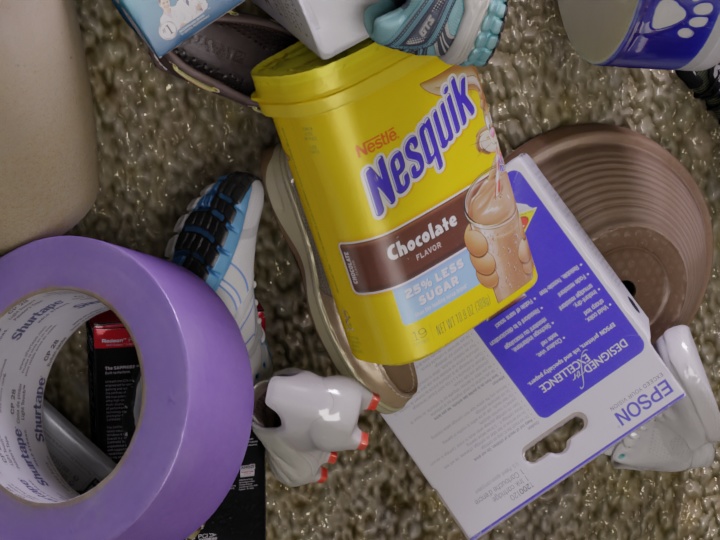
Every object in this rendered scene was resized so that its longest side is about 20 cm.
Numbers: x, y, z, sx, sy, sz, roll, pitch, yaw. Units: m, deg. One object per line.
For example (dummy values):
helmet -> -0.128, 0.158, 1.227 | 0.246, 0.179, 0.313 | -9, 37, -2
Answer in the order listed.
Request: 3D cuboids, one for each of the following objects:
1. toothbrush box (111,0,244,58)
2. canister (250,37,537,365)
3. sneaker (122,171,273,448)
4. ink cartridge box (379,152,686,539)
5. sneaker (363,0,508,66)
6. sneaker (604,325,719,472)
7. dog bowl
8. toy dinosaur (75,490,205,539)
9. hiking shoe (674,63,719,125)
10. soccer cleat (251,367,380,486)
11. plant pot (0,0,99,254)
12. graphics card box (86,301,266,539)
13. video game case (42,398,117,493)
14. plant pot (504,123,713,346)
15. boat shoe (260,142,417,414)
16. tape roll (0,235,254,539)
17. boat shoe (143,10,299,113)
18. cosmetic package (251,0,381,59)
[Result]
toothbrush box -> -0.157, -0.248, 1.194 | 0.085, 0.146, 0.201 | -35, 112, -3
canister -> 0.027, -0.059, 1.227 | 0.148, 0.086, 0.201 | -31, 113, -32
sneaker -> -0.093, 0.034, 1.302 | 0.086, 0.075, 0.202 | 17, 92, -30
ink cartridge box -> 0.096, 0.055, 1.342 | 0.198, 0.043, 0.201 | -36, 87, 22
sneaker -> 0.045, -0.214, 1.083 | 0.085, 0.078, 0.202 | 1, 107, -13
sneaker -> 0.214, 0.108, 1.410 | 0.088, 0.076, 0.200 | -14, 152, 2
dog bowl -> 0.193, -0.234, 1.267 | 0.078, 0.200, 0.202 | 0, 108, -13
toy dinosaur -> -0.203, 0.184, 1.300 | 0.198, 0.047, 0.089 | 6, 80, 3
hiking shoe -> 0.275, -0.131, 1.400 | 0.100, 0.076, 0.202 | -2, 99, -6
soccer cleat -> -0.044, 0.100, 1.301 | 0.077, 0.200, 0.070 | 18, 73, -8
plant pot -> -0.245, -0.115, 1.211 | 0.186, 0.188, 0.201 | -27, 128, -5
graphics card box -> -0.130, 0.121, 1.373 | 0.124, 0.051, 0.202 | -5, 107, -14
video game case -> -0.258, 0.175, 1.334 | 0.200, 0.023, 0.182 | 42, 96, -5
plant pot -> 0.176, 0.002, 1.397 | 0.199, 0.093, 0.203 | -5, 109, -15
boat shoe -> 0.000, 0.000, 1.301 | 0.065, 0.072, 0.201 | -19, 97, 25
tape roll -> -0.173, 0.083, 1.227 | 0.201, 0.199, 0.085 | -58, 154, 8
boat shoe -> -0.049, -0.135, 1.307 | 0.199, 0.060, 0.072 | 17, 102, -20
cosmetic package -> -0.011, -0.258, 1.201 | 0.165, 0.200, 0.168 | -29, 113, -5
